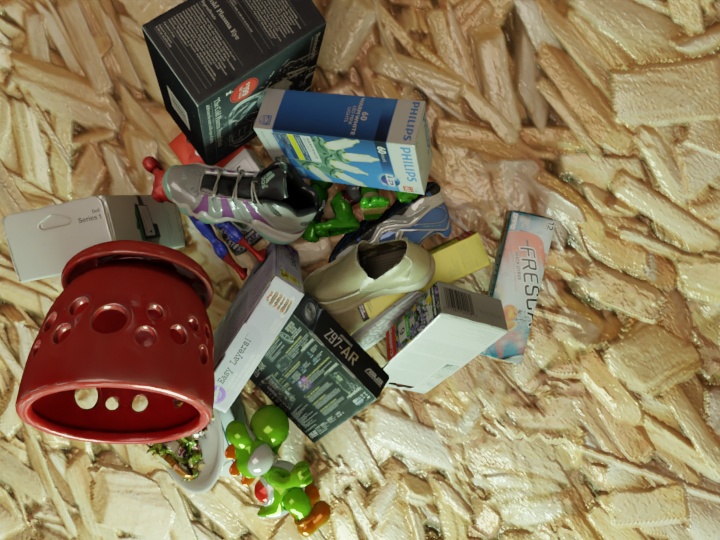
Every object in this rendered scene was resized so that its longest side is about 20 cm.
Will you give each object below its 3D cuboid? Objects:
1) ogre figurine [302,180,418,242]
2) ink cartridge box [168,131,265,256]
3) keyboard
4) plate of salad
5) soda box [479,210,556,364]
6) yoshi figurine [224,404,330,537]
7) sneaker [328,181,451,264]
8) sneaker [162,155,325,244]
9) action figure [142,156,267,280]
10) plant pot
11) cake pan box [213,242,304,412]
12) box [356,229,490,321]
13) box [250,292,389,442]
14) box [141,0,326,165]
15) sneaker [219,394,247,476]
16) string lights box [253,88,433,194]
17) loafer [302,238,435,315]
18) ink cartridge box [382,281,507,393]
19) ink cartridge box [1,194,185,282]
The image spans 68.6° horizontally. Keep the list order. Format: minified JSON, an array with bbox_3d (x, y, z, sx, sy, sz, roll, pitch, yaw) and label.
[{"bbox_3d":[-0.013,-0.123,0.731,0.096,0.199,0.124,3,69,-33],"label":"ogre figurine"},{"bbox_3d":[-0.198,-0.137,0.779,0.108,0.050,0.202,-35,93,9],"label":"ink cartridge box"},{"bbox_3d":[0.022,0.089,0.760,0.198,0.056,0.011,-38,51,26],"label":"keyboard"},{"bbox_3d":[-0.275,0.238,0.798,0.195,0.047,0.208,6,99,39],"label":"plate of salad"},{"bbox_3d":[0.217,0.021,0.747,0.061,0.068,0.207,11,98,7],"label":"soda box"},{"bbox_3d":[-0.114,0.283,0.787,0.110,0.113,0.203,-27,109,23],"label":"yoshi figurine"},{"bbox_3d":[0.040,-0.043,0.755,0.196,0.076,0.078,-28,111,20],"label":"sneaker"},{"bbox_3d":[-0.135,-0.106,0.654,0.195,0.139,0.080,14,65,-30],"label":"sneaker"},{"bbox_3d":[-0.219,-0.086,0.739,0.065,0.099,0.200,-40,114,8],"label":"action figure"},{"bbox_3d":[-0.264,0.080,0.604,0.193,0.202,0.188,-11,60,7],"label":"plant pot"},{"bbox_3d":[-0.153,0.068,0.732,0.052,0.185,0.203,32,99,-16],"label":"cake pan box"},{"bbox_3d":[0.084,0.006,0.758,0.195,0.075,0.051,-24,94,9],"label":"box"},{"bbox_3d":[-0.071,0.147,0.751,0.160,0.044,0.200,44,135,1],"label":"box"},{"bbox_3d":[-0.152,-0.250,0.658,0.181,0.200,0.105,-39,92,-15],"label":"box"},{"bbox_3d":[-0.219,0.228,0.816,0.068,0.073,0.207,-13,96,4],"label":"sneaker"},{"bbox_3d":[-0.016,-0.154,0.629,0.194,0.103,0.061,11,70,18],"label":"string lights box"},{"bbox_3d":[0.000,0.000,0.701,0.194,0.077,0.069,-18,137,19],"label":"loafer"},{"bbox_3d":[0.097,0.101,0.730,0.106,0.052,0.201,15,139,-23],"label":"ink cartridge box"},{"bbox_3d":[-0.354,-0.051,0.729,0.141,0.200,0.087,-11,98,7],"label":"ink cartridge box"}]
